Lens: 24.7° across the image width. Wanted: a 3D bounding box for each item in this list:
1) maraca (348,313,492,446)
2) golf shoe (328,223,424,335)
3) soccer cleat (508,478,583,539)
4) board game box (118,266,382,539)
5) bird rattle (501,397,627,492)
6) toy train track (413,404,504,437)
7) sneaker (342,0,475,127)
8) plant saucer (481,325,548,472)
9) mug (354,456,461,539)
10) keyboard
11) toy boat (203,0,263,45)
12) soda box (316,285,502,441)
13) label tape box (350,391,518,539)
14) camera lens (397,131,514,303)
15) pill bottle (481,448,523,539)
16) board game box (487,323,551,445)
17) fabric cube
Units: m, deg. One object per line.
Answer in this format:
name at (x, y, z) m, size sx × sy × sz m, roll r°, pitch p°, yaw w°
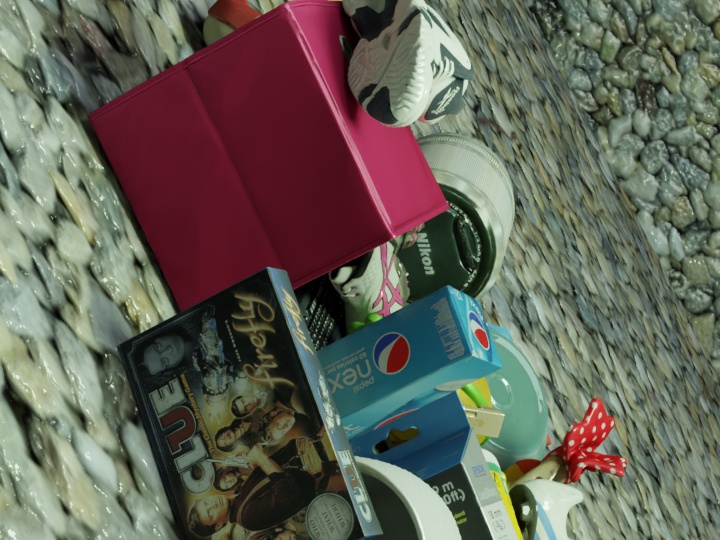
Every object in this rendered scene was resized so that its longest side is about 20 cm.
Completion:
maraca at (0.057, 0.107, 1.548) m, size 0.108 × 0.136 × 0.201 m, roll -63°, pitch 148°, yaw -29°
golf shoe at (0.000, 0.000, 1.537) m, size 0.073 × 0.091 × 0.202 m, roll 41°, pitch -40°, yaw 36°
soccer cleat at (0.169, 0.295, 1.555) m, size 0.070 × 0.085 × 0.202 m, roll 30°, pitch -63°, yaw 59°
board game box at (-0.081, 0.118, 1.168) m, size 0.035 × 0.135 × 0.202 m, roll 13°, pitch 53°, yaw -66°
bird rattle at (0.175, 0.211, 1.664) m, size 0.113 × 0.200 × 0.163 m, roll 48°, pitch -10°, yaw 6°
toy train track at (0.033, 0.121, 1.471) m, size 0.198 × 0.116 × 0.033 m, roll 10°, pitch 14°, yaw -21°
sneaker at (0.051, -0.156, 1.337) m, size 0.129 × 0.079 × 0.200 m, roll 43°, pitch 17°, yaw -33°
plant saucer at (0.139, 0.135, 1.769) m, size 0.199 × 0.036 × 0.202 m, roll 24°, pitch 50°, yaw -32°
mug at (-0.013, 0.204, 1.260) m, size 0.199 × 0.148 × 0.175 m, roll 38°, pitch 4°, yaw 20°
keyboard at (-0.030, 0.019, 1.574) m, size 0.105 × 0.039 × 0.200 m, roll 59°, pitch 19°, yaw -17°
toy boat at (-0.046, -0.225, 1.597) m, size 0.199 × 0.131 × 0.130 m, roll 33°, pitch 2°, yaw 19°
soda box at (0.010, 0.088, 1.344) m, size 0.068 × 0.199 × 0.065 m, roll 24°, pitch 43°, yaw -61°
label tape box at (0.047, 0.215, 1.368) m, size 0.063 × 0.143 × 0.202 m, roll 2°, pitch 63°, yaw -66°
camera lens at (0.084, -0.053, 1.779) m, size 0.161 × 0.159 × 0.200 m, roll 59°, pitch 20°, yaw -13°
pill bottle at (0.098, 0.272, 1.479) m, size 0.113 × 0.112 × 0.202 m, roll 33°, pitch 35°, yaw -56°
board game box at (0.147, 0.134, 1.892) m, size 0.200 × 0.040 × 0.154 m, roll 16°, pitch 51°, yaw -65°
fabric cube at (-0.069, -0.089, 1.362) m, size 0.201 × 0.199 × 0.196 m, roll 64°, pitch 18°, yaw 0°
